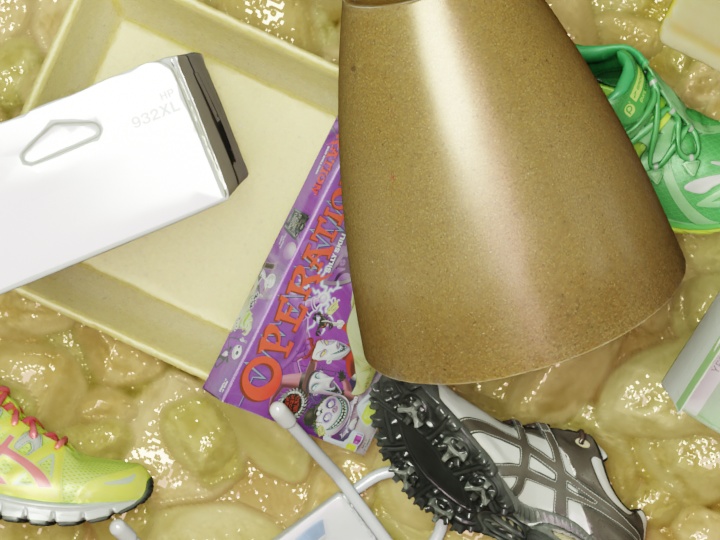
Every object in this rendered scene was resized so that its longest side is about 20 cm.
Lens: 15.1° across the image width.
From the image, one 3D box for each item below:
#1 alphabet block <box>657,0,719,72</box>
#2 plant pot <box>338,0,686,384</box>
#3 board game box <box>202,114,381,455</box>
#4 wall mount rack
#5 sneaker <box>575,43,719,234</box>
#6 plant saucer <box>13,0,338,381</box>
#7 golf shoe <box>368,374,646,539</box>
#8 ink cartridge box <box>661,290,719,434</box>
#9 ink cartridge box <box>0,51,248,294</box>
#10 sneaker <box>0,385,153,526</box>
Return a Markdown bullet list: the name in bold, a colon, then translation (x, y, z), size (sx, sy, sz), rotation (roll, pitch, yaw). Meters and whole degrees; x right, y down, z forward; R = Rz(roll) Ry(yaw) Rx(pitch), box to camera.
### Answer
- **alphabet block**: translation (0.298, -0.183, 1.474), size (0.200, 0.195, 0.197), rotation (27, 109, 4)
- **plant pot**: translation (0.064, -0.069, 1.475), size (0.186, 0.186, 0.201), rotation (-16, 111, 2)
- **board game box**: translation (0.000, 0.000, 1.578), size (0.120, 0.032, 0.200), rotation (23, 95, -37)
- **wall mount rack**: translation (-0.047, 0.171, 1.598), size (0.200, 0.075, 0.174), rotation (-37, 102, 3)
- **sneaker**: translation (0.156, -0.080, 1.571), size (0.199, 0.084, 0.074), rotation (20, 67, -2)
- **plant saucer**: translation (-0.105, -0.054, 1.598), size (0.199, 0.048, 0.201), rotation (25, 95, -1)
- **golf shoe**: translation (0.089, 0.117, 1.599), size (0.200, 0.078, 0.095), rotation (47, 52, -12)
- **ink cartridge box**: translation (0.228, 0.024, 1.526), size (0.048, 0.200, 0.146), rotation (33, 94, 0)
- **ink cartridge box**: translation (-0.144, -0.054, 1.474), size (0.145, 0.200, 0.084), rotation (-22, 94, 2)
- **sneaker**: translation (-0.218, 0.099, 1.600), size (0.199, 0.078, 0.091), rotation (10, 88, -2)
